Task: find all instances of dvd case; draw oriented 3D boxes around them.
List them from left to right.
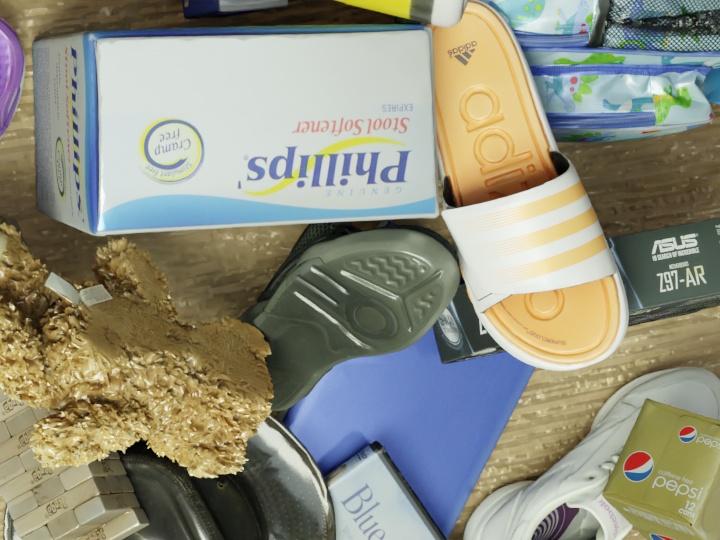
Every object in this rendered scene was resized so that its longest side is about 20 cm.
[{"bbox_3d":[-0.032,0.215,1.142,0.200,0.018,0.143,-35,108,-3],"label":"dvd case"}]

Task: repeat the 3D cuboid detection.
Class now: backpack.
[{"bbox_3d":[0.115,-0.148,1.094,0.199,0.183,0.148,4,95,-9],"label":"backpack"}]

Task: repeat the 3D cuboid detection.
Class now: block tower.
[{"bbox_3d":[-0.186,0.060,1.031,0.054,0.058,0.201,-28,79,11],"label":"block tower"}]

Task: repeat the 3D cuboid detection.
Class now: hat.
[{"bbox_3d":[-0.110,0.150,1.071,0.199,0.081,0.202,0,86,-1],"label":"hat"}]

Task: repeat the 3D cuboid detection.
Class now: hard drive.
[{"bbox_3d":[0.023,0.088,1.165,0.132,0.025,0.201,29,85,-18],"label":"hard drive"}]

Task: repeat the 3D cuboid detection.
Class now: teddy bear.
[{"bbox_3d":[-0.143,0.044,0.990,0.199,0.145,0.067,10,135,-39],"label":"teddy bear"}]

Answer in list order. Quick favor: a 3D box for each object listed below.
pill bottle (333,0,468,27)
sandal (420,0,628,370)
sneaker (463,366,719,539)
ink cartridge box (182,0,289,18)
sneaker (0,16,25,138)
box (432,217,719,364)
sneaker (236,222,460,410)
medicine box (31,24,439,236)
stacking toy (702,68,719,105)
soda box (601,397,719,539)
[{"bbox_3d":[-0.033,-0.201,0.961,0.199,0.114,0.115,15,90,4],"label":"pill bottle"},{"bbox_3d":[0.073,-0.045,0.978,0.079,0.059,0.208,-22,85,8],"label":"sandal"},{"bbox_3d":[0.162,0.136,1.177,0.200,0.100,0.075,-38,103,-13],"label":"sneaker"},{"bbox_3d":[-0.080,-0.246,1.066,0.044,0.094,0.201,-7,97,-17],"label":"ink cartridge box"},{"bbox_3d":[-0.257,-0.062,1.027,0.200,0.088,0.081,-47,105,-10],"label":"sneaker"},{"bbox_3d":[0.163,0.007,1.115,0.199,0.160,0.044,-10,83,-27],"label":"box"},{"bbox_3d":[0.000,0.000,1.051,0.076,0.199,0.114,39,55,-10],"label":"sneaker"},{"bbox_3d":[-0.075,-0.079,1.026,0.181,0.200,0.104,-4,96,-18],"label":"medicine box"},{"bbox_3d":[0.326,-0.121,1.221,0.199,0.116,0.110,22,88,-33],"label":"stacking toy"},{"bbox_3d":[0.223,0.153,1.162,0.200,0.064,0.068,45,68,-50],"label":"soda box"}]
